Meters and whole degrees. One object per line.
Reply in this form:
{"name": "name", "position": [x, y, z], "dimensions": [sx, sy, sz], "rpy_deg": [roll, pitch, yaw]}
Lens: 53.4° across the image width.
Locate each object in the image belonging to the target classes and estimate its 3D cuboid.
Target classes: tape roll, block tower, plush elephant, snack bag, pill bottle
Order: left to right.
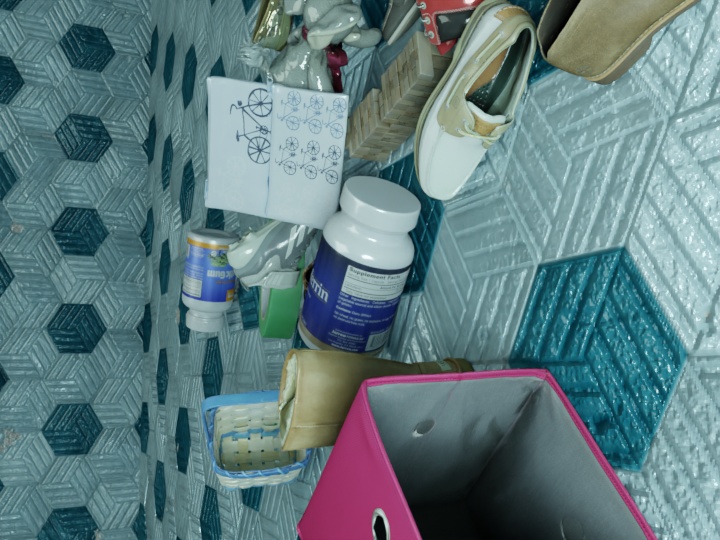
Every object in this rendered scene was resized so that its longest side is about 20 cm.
{"name": "pill bottle", "position": [-0.320, 0.021, 1.519], "dimensions": [0.112, 0.109, 0.206], "rpy_deg": [30, 114, 61]}
{"name": "snack bag", "position": [-0.116, -0.154, 0.940], "dimensions": [0.022, 0.195, 0.193], "rpy_deg": [-67, -13, -61]}
{"name": "tape roll", "position": [-0.128, 0.006, 1.147], "dimensions": [0.200, 0.047, 0.206], "rpy_deg": [-175, 90, -77]}
{"name": "plush elephant", "position": [-0.045, -0.297, 0.943], "dimensions": [0.154, 0.198, 0.167], "rpy_deg": [-41, 49, 25]}
{"name": "pill bottle", "position": [0.000, 0.000, 0.856], "dimensions": [0.116, 0.113, 0.204], "rpy_deg": [54, 134, 52]}
{"name": "block tower", "position": [0.044, -0.197, 0.854], "dimensions": [0.200, 0.056, 0.055], "rpy_deg": [141, 127, -59]}

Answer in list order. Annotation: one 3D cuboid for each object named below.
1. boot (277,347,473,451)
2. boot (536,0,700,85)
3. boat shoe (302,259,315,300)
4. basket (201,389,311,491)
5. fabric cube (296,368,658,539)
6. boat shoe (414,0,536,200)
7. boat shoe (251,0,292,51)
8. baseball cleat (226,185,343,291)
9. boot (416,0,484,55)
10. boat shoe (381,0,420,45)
{"name": "boot", "position": [0.010, 0.164, 0.720], "dimensions": [0.066, 0.195, 0.180], "rpy_deg": [21, 106, 62]}
{"name": "boot", "position": [0.202, -0.219, 0.507], "dimensions": [0.201, 0.074, 0.075], "rpy_deg": [-55, 39, 46]}
{"name": "boat shoe", "position": [-0.047, 0.006, 1.004], "dimensions": [0.200, 0.069, 0.072], "rpy_deg": [-44, 53, 56]}
{"name": "basket", "position": [-0.155, 0.243, 1.084], "dimensions": [0.202, 0.172, 0.142], "rpy_deg": [108, 155, -50]}
{"name": "fabric cube", "position": [0.080, 0.222, 0.572], "dimensions": [0.202, 0.195, 0.198], "rpy_deg": [-66, 34, 36]}
{"name": "boat shoe", "position": [0.108, -0.155, 0.694], "dimensions": [0.069, 0.073, 0.204], "rpy_deg": [-118, 40, -55]}
{"name": "boat shoe", "position": [-0.153, -0.503, 1.281], "dimensions": [0.073, 0.061, 0.206], "rpy_deg": [17, 102, 64]}
{"name": "baseball cleat", "position": [-0.093, -0.042, 1.030], "dimensions": [0.108, 0.197, 0.070], "rpy_deg": [62, 172, -15]}
{"name": "boot", "position": [0.047, -0.298, 0.731], "dimensions": [0.196, 0.072, 0.148], "rpy_deg": [14, 123, 23]}
{"name": "boat shoe", "position": [0.072, -0.339, 0.782], "dimensions": [0.057, 0.067, 0.200], "rpy_deg": [43, 135, 0]}
